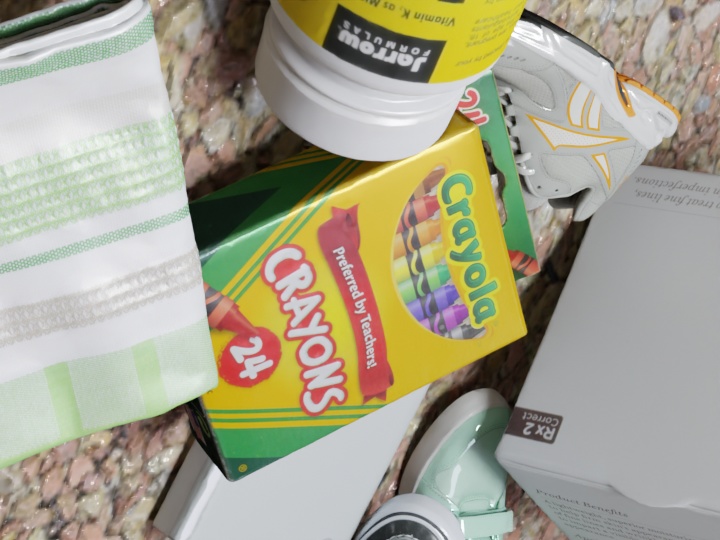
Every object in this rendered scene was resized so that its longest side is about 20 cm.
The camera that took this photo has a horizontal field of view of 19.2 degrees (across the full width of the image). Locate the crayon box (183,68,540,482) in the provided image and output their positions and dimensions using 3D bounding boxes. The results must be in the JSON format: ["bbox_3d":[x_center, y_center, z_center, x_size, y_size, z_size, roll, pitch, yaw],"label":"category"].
[{"bbox_3d":[0.000,0.000,1.013,0.200,0.051,0.127,-27,124,-14],"label":"crayon box"}]

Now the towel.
[{"bbox_3d":[-0.139,-0.007,0.888,0.149,0.031,0.200,-19,123,-16],"label":"towel"}]

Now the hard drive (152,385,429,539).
[{"bbox_3d":[-0.015,0.058,1.103,0.132,0.026,0.200,21,97,-50],"label":"hard drive"}]

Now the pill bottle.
[{"bbox_3d":[0.025,-0.148,0.908,0.114,0.114,0.200,-23,151,-36],"label":"pill bottle"}]

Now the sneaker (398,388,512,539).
[{"bbox_3d":[0.075,0.173,1.196,0.074,0.118,0.201,-4,115,-43],"label":"sneaker"}]

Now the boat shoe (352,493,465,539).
[{"bbox_3d":[-0.004,0.215,1.158,0.199,0.074,0.068,-61,173,23],"label":"boat shoe"}]

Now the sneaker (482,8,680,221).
[{"bbox_3d":[0.090,-0.078,1.093,0.200,0.076,0.092,26,98,-49],"label":"sneaker"}]

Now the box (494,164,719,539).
[{"bbox_3d":[0.213,0.065,1.175,0.131,0.199,0.200,48,60,-49],"label":"box"}]
